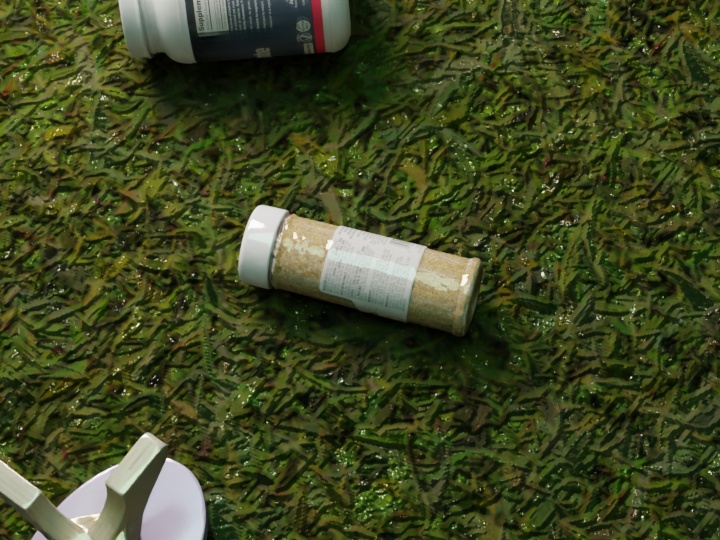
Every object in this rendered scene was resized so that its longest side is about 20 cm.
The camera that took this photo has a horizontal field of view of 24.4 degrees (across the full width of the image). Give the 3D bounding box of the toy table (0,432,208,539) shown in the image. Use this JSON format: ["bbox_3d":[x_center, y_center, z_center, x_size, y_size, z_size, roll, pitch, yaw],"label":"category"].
[{"bbox_3d":[-0.203,0.214,1.271,0.183,0.117,0.201,22,67,13],"label":"toy table"}]

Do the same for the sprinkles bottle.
[{"bbox_3d":[0.000,0.000,1.395,0.198,0.068,0.069,14,65,9],"label":"sprinkles bottle"}]

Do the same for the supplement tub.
[{"bbox_3d":[-0.111,-0.259,1.488,0.198,0.141,0.142,-4,63,0],"label":"supplement tub"}]
